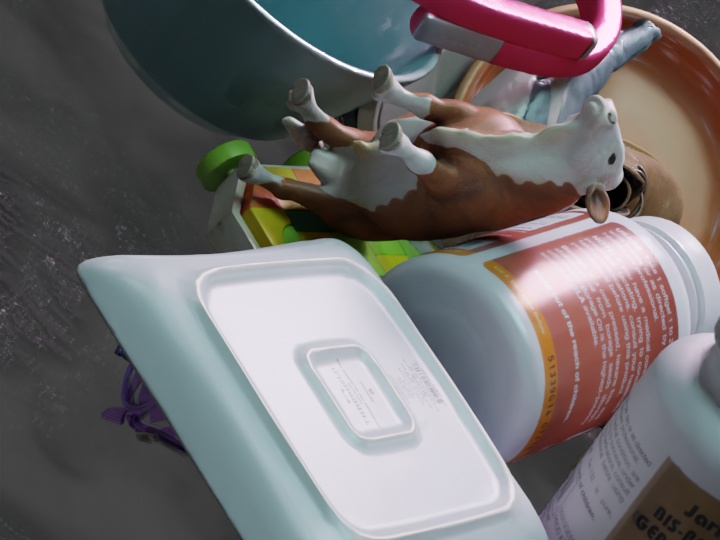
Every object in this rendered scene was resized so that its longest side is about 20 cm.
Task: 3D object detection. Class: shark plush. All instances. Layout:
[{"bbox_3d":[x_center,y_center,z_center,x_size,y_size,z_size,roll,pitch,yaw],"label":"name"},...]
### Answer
[{"bbox_3d":[0.100,-0.077,1.678,0.083,0.091,0.200,53,48,-15],"label":"shark plush"}]

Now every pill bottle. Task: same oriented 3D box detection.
[{"bbox_3d":[0.168,0.094,1.365,0.114,0.200,0.114,24,31,-16],"label":"pill bottle"},{"bbox_3d":[0.097,0.030,1.492,0.200,0.112,0.112,-16,66,-50],"label":"pill bottle"}]

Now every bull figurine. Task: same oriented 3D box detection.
[{"bbox_3d":[0.036,-0.054,1.448,0.121,0.200,0.065,27,64,-34],"label":"bull figurine"}]

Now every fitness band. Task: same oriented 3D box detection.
[{"bbox_3d":[0.064,-0.177,1.628,0.200,0.037,0.144,14,43,-33],"label":"fitness band"}]

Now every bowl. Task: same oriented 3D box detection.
[{"bbox_3d":[-0.064,-0.148,1.586,0.201,0.105,0.201,34,30,-23],"label":"bowl"}]

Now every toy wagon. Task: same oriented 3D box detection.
[{"bbox_3d":[0.000,0.000,1.553,0.200,0.040,0.155,0,53,-54],"label":"toy wagon"}]

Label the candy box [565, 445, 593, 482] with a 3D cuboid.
[{"bbox_3d":[0.214,0.097,1.550,0.115,0.200,0.055,43,29,-8],"label":"candy box"}]

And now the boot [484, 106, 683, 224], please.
[{"bbox_3d":[0.131,-0.039,1.610,0.075,0.074,0.200,18,3,37],"label":"boot"}]

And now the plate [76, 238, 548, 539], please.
[{"bbox_3d":[-0.009,0.062,1.298,0.200,0.032,0.200,-6,57,-56],"label":"plate"}]

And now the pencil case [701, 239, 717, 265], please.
[{"bbox_3d":[0.220,0.033,1.763,0.091,0.083,0.200,8,44,-32],"label":"pencil case"}]

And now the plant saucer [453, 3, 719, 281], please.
[{"bbox_3d":[0.140,-0.056,1.719,0.200,0.037,0.200,3,77,-14],"label":"plant saucer"}]

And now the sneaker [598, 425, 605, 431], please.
[{"bbox_3d":[0.167,0.088,1.630,0.200,0.100,0.070,15,29,5],"label":"sneaker"}]

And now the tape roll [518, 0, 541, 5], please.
[{"bbox_3d":[0.049,-0.227,1.741,0.200,0.200,0.066,21,39,-39],"label":"tape roll"}]

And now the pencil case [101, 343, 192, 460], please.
[{"bbox_3d":[-0.022,0.087,1.372,0.200,0.084,0.086,35,69,-16],"label":"pencil case"}]

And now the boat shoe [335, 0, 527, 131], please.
[{"bbox_3d":[0.034,-0.122,1.720,0.062,0.075,0.200,23,34,24],"label":"boat shoe"}]
